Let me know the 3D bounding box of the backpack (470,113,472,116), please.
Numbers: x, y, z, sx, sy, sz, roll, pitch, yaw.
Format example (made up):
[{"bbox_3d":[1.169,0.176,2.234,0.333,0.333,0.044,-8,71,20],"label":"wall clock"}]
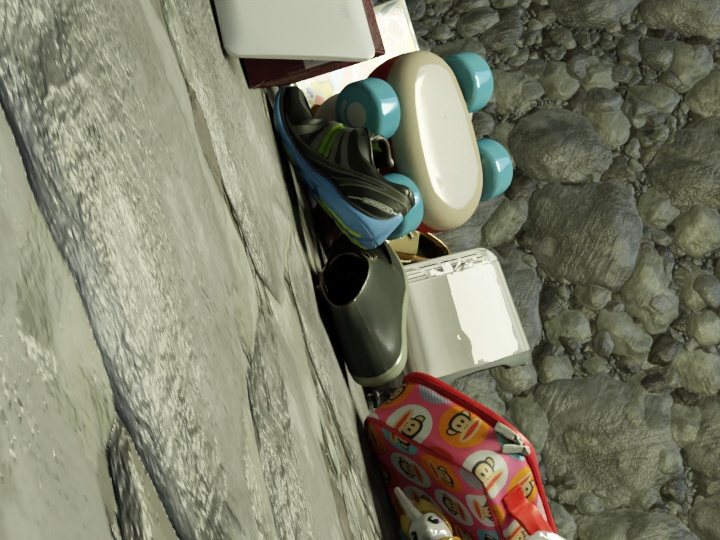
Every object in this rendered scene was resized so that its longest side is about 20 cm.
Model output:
[{"bbox_3d":[0.042,-0.171,1.723,0.178,0.197,0.153,-95,-173,-78],"label":"backpack"}]

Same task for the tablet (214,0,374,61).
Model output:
[{"bbox_3d":[-0.066,-0.257,1.100,0.014,0.129,0.202,128,-46,-55],"label":"tablet"}]

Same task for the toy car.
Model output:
[{"bbox_3d":[0.017,-0.120,1.373,0.183,0.199,0.179,-23,102,-44],"label":"toy car"}]

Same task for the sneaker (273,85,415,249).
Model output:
[{"bbox_3d":[-0.016,-0.102,1.237,0.200,0.082,0.071,51,-7,36],"label":"sneaker"}]

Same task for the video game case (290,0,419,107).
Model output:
[{"bbox_3d":[0.005,-0.178,1.485,0.023,0.181,0.202,-1,-69,56],"label":"video game case"}]

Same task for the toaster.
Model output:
[{"bbox_3d":[0.073,0.056,1.388,0.113,0.198,0.131,-18,-94,61],"label":"toaster"}]

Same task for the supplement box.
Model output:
[{"bbox_3d":[-0.041,-0.209,1.227,0.200,0.108,0.062,-62,135,-80],"label":"supplement box"}]

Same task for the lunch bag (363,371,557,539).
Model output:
[{"bbox_3d":[0.100,0.197,1.198,0.175,0.082,0.201,27,-30,38],"label":"lunch bag"}]

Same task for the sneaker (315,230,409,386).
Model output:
[{"bbox_3d":[0.000,0.000,1.244,0.201,0.074,0.107,-101,172,-50],"label":"sneaker"}]

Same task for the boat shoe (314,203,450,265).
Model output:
[{"bbox_3d":[0.027,-0.037,1.439,0.199,0.073,0.076,25,40,-54],"label":"boat shoe"}]

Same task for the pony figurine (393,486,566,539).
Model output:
[{"bbox_3d":[0.103,0.262,1.062,0.193,0.166,0.200,48,-2,-12],"label":"pony figurine"}]
